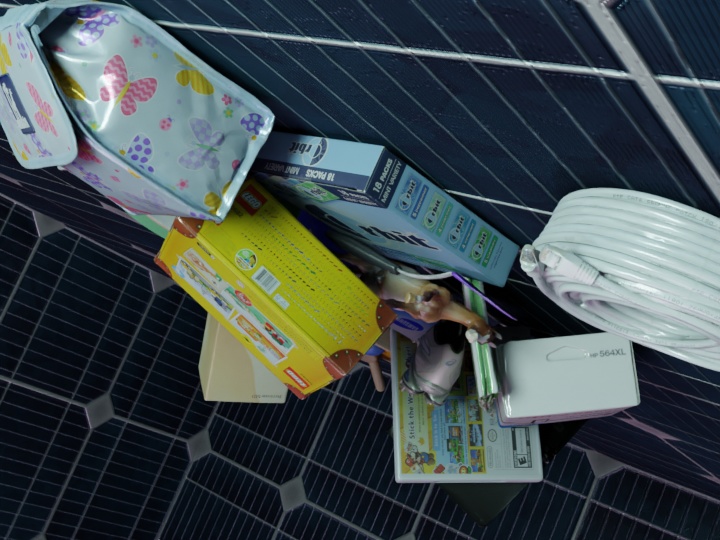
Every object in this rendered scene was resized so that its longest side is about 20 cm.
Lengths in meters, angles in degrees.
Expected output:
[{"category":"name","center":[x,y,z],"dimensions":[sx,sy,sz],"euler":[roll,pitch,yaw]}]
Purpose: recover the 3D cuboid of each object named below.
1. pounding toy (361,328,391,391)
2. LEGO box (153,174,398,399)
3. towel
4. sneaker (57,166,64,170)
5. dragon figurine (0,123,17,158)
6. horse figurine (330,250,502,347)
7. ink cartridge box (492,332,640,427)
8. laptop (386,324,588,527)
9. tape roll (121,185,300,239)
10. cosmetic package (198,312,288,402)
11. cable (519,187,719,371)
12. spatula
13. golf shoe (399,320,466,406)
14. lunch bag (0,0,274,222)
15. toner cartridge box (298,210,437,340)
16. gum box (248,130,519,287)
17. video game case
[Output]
[{"category":"pounding toy","center":[0.037,0.090,1.437],"dimensions":[0.184,0.142,0.200],"euler":[29,170,-29]},{"category":"LEGO box","center":[-0.082,0.015,0.930],"dimensions":[0.200,0.077,0.149],"euler":[44,157,-4]},{"category":"towel","center":[0.132,0.076,1.128],"dimensions":[0.023,0.153,0.200],"euler":[-9,167,5]},{"category":"sneaker","center":[-0.290,-0.145,1.152],"dimensions":[0.081,0.075,0.200],"euler":[12,179,-22]},{"category":"dragon figurine","center":[-0.364,-0.177,1.005],"dimensions":[0.059,0.100,0.200],"euler":[16,169,40]},{"category":"horse figurine","center":[0.028,0.019,0.993],"dimensions":[0.200,0.050,0.132],"euler":[21,-171,39]},{"category":"ink cartridge box","center":[0.227,0.128,1.171],"dimensions":[0.146,0.084,0.200],"euler":[-7,169,5]},{"category":"laptop","center":[0.173,0.199,1.347],"dimensions":[0.177,0.200,0.103],"euler":[44,135,12]},{"category":"tape roll","center":[-0.159,-0.080,1.025],"dimensions":[0.200,0.048,0.200],"euler":[16,153,8]},{"category":"cosmetic package","center":[-0.123,0.055,1.188],"dimensions":[0.105,0.200,0.071],"euler":[3,-148,-16]},{"category":"cable","center":[0.215,0.013,0.709],"dimensions":[0.200,0.069,0.200],"euler":[21,172,15]},{"category":"spatula","center":[0.051,0.000,0.935],"dimensions":[0.200,0.021,0.057],"euler":[21,177,23]},{"category":"golf shoe","center":[0.102,0.069,1.233],"dimensions":[0.078,0.097,0.200],"euler":[23,-145,-14]},{"category":"lunch bag","center":[-0.200,-0.126,0.794],"dimensions":[0.200,0.127,0.170],"euler":[37,164,-33]},{"category":"toner cartridge box","center":[0.000,0.000,1.152],"dimensions":[0.200,0.043,0.095],"euler":[31,-152,-39]},{"category":"gum box","center":[0.017,-0.055,0.903],"dimensions":[0.170,0.045,0.200],"euler":[16,170,47]},{"category":"video game case","center":[0.131,0.166,1.285],"dimensions":[0.182,0.200,0.023],"euler":[1,157,-6]}]
